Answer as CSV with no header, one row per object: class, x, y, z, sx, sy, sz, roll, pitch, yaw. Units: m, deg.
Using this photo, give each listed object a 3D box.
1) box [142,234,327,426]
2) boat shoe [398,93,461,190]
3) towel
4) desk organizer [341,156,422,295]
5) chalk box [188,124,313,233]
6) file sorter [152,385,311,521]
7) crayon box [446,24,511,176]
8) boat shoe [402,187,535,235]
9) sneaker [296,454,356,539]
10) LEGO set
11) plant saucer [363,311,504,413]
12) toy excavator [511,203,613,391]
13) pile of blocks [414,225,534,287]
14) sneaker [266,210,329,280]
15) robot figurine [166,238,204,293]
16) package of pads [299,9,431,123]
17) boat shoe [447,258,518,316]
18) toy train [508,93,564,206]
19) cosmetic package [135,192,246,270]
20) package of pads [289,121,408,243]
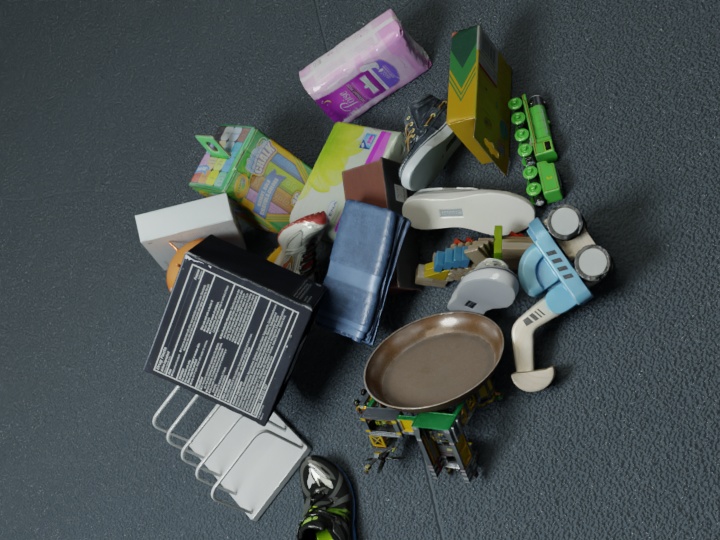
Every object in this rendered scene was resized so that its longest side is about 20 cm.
box,-0.181,0.083,1.484,0.198,0.123,0.201,24,108,2
boat shoe,0.094,-0.200,1.580,0.091,0.071,0.200,23,50,23
towel,0.000,0.000,1.500,0.111,0.048,0.201,20,99,37
desk organizer,0.032,-0.063,1.554,0.077,0.072,0.201,-14,78,32
chalk box,-0.192,-0.162,1.697,0.124,0.200,0.124,15,76,53
file sorter,-0.205,0.253,1.553,0.139,0.124,0.200,-52,49,0
crayon box,0.183,-0.254,1.553,0.051,0.127,0.201,-10,60,29
boat shoe,0.165,-0.095,1.523,0.199,0.072,0.069,-4,29,22
sneaker,-0.050,0.347,1.426,0.071,0.083,0.200,-26,54,20
LEGO set,0.100,0.214,1.402,0.199,0.116,0.154,-5,34,28
plant saucer,0.102,0.129,1.385,0.199,0.032,0.201,-16,31,10
toy excavator,0.252,0.037,1.367,0.200,0.100,0.195,-35,80,12
pile of blocks,0.163,-0.031,1.480,0.199,0.082,0.062,-13,55,28
sneaker,-0.089,-0.023,1.613,0.082,0.078,0.200,55,145,17
robot figurine,-0.229,0.025,1.634,0.116,0.200,0.144,-13,49,42
package of pads,0.008,-0.341,1.721,0.199,0.120,0.076,-31,53,16
boat shoe,0.174,0.015,1.400,0.071,0.200,0.070,25,73,-1
toy train,0.264,-0.185,1.521,0.056,0.042,0.201,-15,58,16
cosmetic package,-0.276,-0.061,1.686,0.150,0.200,0.052,-16,78,-4
package of pads,-0.016,-0.139,1.661,0.154,0.068,0.201,17,77,42
